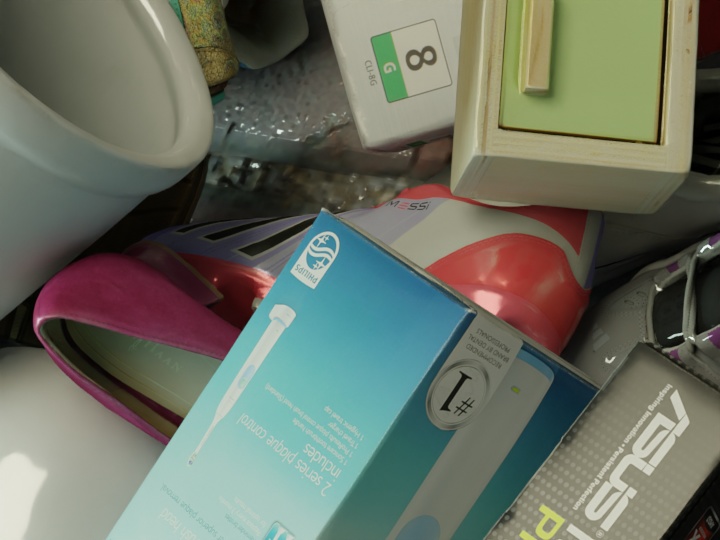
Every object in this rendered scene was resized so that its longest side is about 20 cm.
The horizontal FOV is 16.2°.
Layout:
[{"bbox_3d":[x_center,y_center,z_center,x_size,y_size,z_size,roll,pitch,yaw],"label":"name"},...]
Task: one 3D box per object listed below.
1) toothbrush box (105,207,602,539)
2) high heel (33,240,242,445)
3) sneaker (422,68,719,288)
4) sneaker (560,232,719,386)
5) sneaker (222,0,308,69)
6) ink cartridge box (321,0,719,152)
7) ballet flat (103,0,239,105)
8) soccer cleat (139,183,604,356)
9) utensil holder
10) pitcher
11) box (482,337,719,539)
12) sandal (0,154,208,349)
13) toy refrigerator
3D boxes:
[{"bbox_3d":[0.000,0.105,0.817,0.200,0.146,0.085,-55,42,1],"label":"toothbrush box"},{"bbox_3d":[-0.027,0.063,0.888,0.200,0.096,0.067,44,110,2],"label":"high heel"},{"bbox_3d":[0.102,-0.042,0.949,0.200,0.071,0.073,-13,55,22],"label":"sneaker"},{"bbox_3d":[0.143,-0.011,0.859,0.200,0.140,0.078,-17,56,19],"label":"sneaker"},{"bbox_3d":[-0.061,-0.159,1.035,0.076,0.200,0.081,-35,65,-7],"label":"sneaker"},{"bbox_3d":[0.077,-0.147,0.947,0.200,0.050,0.161,-16,88,13],"label":"ink cartridge box"},{"bbox_3d":[-0.101,-0.100,1.052,0.071,0.071,0.200,-53,19,-10],"label":"ballet flat"},{"bbox_3d":[0.000,0.000,0.953,0.200,0.067,0.077,4,51,38],"label":"soccer cleat"},{"bbox_3d":[-0.181,-0.045,0.917,0.200,0.170,0.170,-40,48,22],"label":"utensil holder"},{"bbox_3d":[-0.099,0.140,0.931,0.171,0.121,0.200,11,75,11],"label":"pitcher"},{"bbox_3d":[0.073,0.128,0.772,0.044,0.200,0.160,34,79,27],"label":"box"},{"bbox_3d":[-0.119,0.027,1.045,0.080,0.054,0.200,19,86,28],"label":"sandal"},{"bbox_3d":[0.078,-0.127,0.884,0.076,0.070,0.200,6,78,-4],"label":"toy refrigerator"}]
